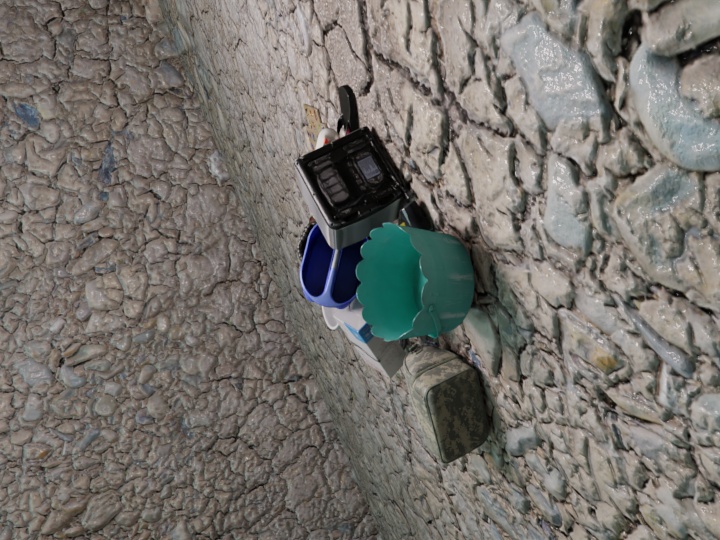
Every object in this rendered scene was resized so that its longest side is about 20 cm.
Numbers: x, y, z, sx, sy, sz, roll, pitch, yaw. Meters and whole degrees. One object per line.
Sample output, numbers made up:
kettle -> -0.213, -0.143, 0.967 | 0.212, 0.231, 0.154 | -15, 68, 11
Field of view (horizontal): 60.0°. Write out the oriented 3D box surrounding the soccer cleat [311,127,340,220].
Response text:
soccer cleat -> -0.075, -0.210, 1.375 | 0.078, 0.067, 0.206 | -125, 40, -64

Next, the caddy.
caddy -> -0.056, -0.014, 1.347 | 0.105, 0.137, 0.206 | 114, 169, -71

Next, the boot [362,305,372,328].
boot -> 0.052, 0.029, 1.316 | 0.072, 0.162, 0.203 | -18, 102, 38

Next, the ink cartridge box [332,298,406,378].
ink cartridge box -> 0.033, 0.165, 1.413 | 0.115, 0.068, 0.202 | 26, 154, 55

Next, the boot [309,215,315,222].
boot -> -0.121, -0.066, 1.769 | 0.187, 0.062, 0.206 | 107, 167, -64

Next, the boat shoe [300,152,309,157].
boat shoe -> -0.099, -0.170, 1.434 | 0.057, 0.066, 0.205 | 13, 129, 63

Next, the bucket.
bucket -> 0.096, 0.022, 1.104 | 0.205, 0.132, 0.215 | -6, 83, 57

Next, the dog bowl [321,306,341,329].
dog bowl -> -0.045, 0.056, 1.702 | 0.199, 0.076, 0.207 | 179, 90, -68

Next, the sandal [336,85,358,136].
sandal -> -0.032, -0.299, 1.353 | 0.075, 0.044, 0.204 | 47, 155, 47

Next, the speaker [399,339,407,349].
speaker -> 0.050, 0.166, 1.669 | 0.199, 0.080, 0.083 | 22, 134, 67

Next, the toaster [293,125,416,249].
toaster -> -0.015, -0.160, 1.259 | 0.203, 0.177, 0.119 | 59, 168, 19

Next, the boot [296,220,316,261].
boot -> -0.097, -0.113, 1.567 | 0.157, 0.077, 0.218 | 16, -110, -67

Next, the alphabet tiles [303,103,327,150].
alphabet tiles -> -0.104, -0.326, 1.618 | 0.167, 0.007, 0.205 | 41, 150, 58

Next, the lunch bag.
lunch bag -> 0.169, 0.270, 1.321 | 0.167, 0.136, 0.205 | 30, 140, 63

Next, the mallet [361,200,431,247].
mallet -> 0.058, -0.082, 1.246 | 0.198, 0.041, 0.067 | -17, 104, 50

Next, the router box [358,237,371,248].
router box -> -0.030, -0.150, 1.456 | 0.202, 0.050, 0.151 | 56, 161, 26
